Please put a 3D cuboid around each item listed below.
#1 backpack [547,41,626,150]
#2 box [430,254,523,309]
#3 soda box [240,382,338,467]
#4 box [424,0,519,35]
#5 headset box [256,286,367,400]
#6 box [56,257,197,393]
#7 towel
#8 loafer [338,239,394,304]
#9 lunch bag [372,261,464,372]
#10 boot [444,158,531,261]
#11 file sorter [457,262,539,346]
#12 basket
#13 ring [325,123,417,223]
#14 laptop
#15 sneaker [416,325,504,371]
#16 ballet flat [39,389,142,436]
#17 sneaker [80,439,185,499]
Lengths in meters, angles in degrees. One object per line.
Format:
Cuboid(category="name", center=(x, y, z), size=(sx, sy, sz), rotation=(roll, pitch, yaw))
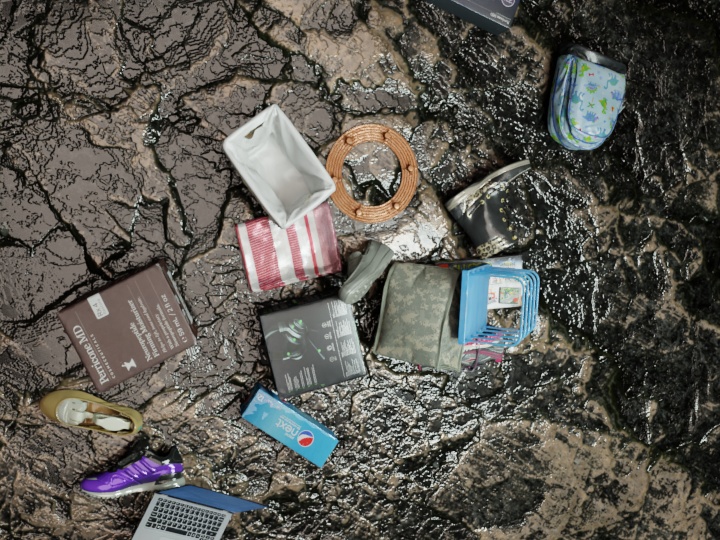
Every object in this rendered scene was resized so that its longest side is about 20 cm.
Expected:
Cuboid(category="backpack", center=(0.470, -0.353, 1.645), size=(0.161, 0.154, 0.203), rotation=(17, 104, -19))
Cuboid(category="box", center=(0.249, 0.029, 1.672), size=(0.196, 0.035, 0.112), rotation=(-4, 96, -12))
Cuboid(category="soda box", center=(-0.145, 0.313, 1.596), size=(0.199, 0.064, 0.068), rotation=(36, 87, -12))
Cuboid(category="box", center=(0.230, -0.589, 1.595), size=(0.197, 0.079, 0.143), rotation=(20, 93, -13))
Cuboid(category="headset box", center=(-0.105, 0.146, 1.575), size=(0.197, 0.093, 0.177), rotation=(-15, 98, -10))
Cuboid(category="box", center=(-0.425, 0.096, 1.464), size=(0.198, 0.164, 0.168), rotation=(-27, 100, -9))
Cuboid(category="towel", center=(-0.143, -0.046, 1.587), size=(0.197, 0.023, 0.147), rotation=(-14, 97, -11))
Cuboid(category="loafer", center=(0.000, 0.000, 1.555), size=(0.069, 0.200, 0.070), rotation=(33, 125, 7))
Cuboid(category="lunch bag", center=(0.128, 0.086, 1.573), size=(0.117, 0.162, 0.204), rotation=(13, 87, -54))
Cuboid(category="boot", center=(0.291, -0.128, 1.637), size=(0.198, 0.073, 0.152), rotation=(-29, 89, -5))
Cuboid(category="file sorter", center=(0.275, 0.066, 1.543), size=(0.121, 0.199, 0.142), rotation=(4, 96, 21))
Cuboid(category="basket", center=(-0.159, -0.193, 1.512), size=(0.135, 0.123, 0.201), rotation=(-37, 96, -7))
Cuboid(category="ring", center=(0.025, -0.199, 1.613), size=(0.197, 0.019, 0.204), rotation=(-1, 96, -12))
Cuboid(category="laptop", center=(-0.315, 0.497, 1.519), size=(0.186, 0.115, 0.202), rotation=(28, 89, -35))
Cuboid(category="sneaker", center=(0.213, 0.179, 1.655), size=(0.197, 0.081, 0.076), rotation=(-14, 104, -9))
Cuboid(category="ballet flat", center=(-0.518, 0.275, 1.512), size=(0.197, 0.063, 0.070), rotation=(13, 92, -13))
Cuboid(category="sneaker", center=(-0.446, 0.382, 1.539), size=(0.197, 0.069, 0.101), rotation=(-4, 90, -17))
